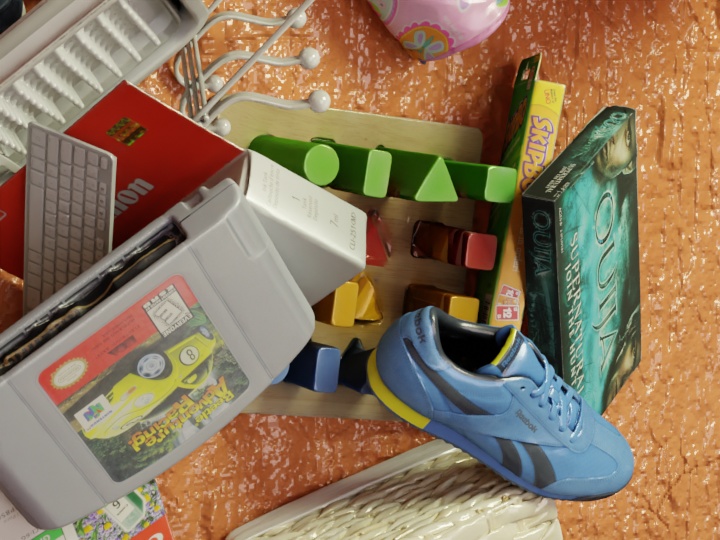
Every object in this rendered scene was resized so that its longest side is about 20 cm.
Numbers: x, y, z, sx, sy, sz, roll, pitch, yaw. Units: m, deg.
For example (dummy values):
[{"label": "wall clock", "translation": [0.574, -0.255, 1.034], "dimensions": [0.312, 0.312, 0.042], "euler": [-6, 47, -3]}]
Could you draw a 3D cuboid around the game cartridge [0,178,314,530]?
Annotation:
[{"label": "game cartridge", "translation": [-0.122, 0.052, 1.157], "dimensions": [0.199, 0.041, 0.133], "euler": [-37, 140, -6]}]

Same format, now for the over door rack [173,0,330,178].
[{"label": "over door rack", "translation": [-0.038, -0.159, 1.235], "dimensions": [0.066, 0.148, 0.201], "euler": [27, 110, -20]}]

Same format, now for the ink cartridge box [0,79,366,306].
[{"label": "ink cartridge box", "translation": [-0.123, -0.010, 1.226], "dimensions": [0.173, 0.200, 0.044], "euler": [28, 47, -30]}]

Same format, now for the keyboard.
[{"label": "keyboard", "translation": [-0.171, 0.004, 1.226], "dimensions": [0.011, 0.056, 0.201], "euler": [-58, 162, -49]}]

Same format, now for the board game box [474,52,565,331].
[{"label": "board game box", "translation": [0.103, -0.042, 1.402], "dimensions": [0.030, 0.096, 0.202], "euler": [8, 92, -4]}]

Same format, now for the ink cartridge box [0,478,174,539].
[{"label": "ink cartridge box", "translation": [-0.172, 0.156, 1.260], "dimensions": [0.109, 0.050, 0.201], "euler": [-32, 133, -22]}]

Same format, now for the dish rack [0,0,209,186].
[{"label": "dish rack", "translation": [-0.182, -0.109, 1.187], "dimensions": [0.199, 0.172, 0.044], "euler": [-38, 82, 1]}]

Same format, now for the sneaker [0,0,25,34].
[{"label": "sneaker", "translation": [-0.278, -0.161, 1.122], "dimensions": [0.200, 0.146, 0.078], "euler": [-2, 80, -10]}]

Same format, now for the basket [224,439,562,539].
[{"label": "basket", "translation": [0.033, 0.209, 1.379], "dimensions": [0.199, 0.123, 0.137], "euler": [-22, 108, -26]}]

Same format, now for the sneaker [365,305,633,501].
[{"label": "sneaker", "translation": [0.102, 0.083, 1.323], "dimensions": [0.199, 0.078, 0.066], "euler": [28, 45, -20]}]

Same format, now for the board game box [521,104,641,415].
[{"label": "board game box", "translation": [0.150, 0.008, 1.408], "dimensions": [0.135, 0.028, 0.202], "euler": [-46, 139, -47]}]

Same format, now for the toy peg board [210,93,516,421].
[{"label": "toy peg board", "translation": [0.000, 0.000, 1.348], "dimensions": [0.198, 0.098, 0.201], "euler": [5, 94, -29]}]

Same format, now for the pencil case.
[{"label": "pencil case", "translation": [0.017, -0.226, 1.339], "dimensions": [0.088, 0.087, 0.200], "euler": [-47, 117, -16]}]
